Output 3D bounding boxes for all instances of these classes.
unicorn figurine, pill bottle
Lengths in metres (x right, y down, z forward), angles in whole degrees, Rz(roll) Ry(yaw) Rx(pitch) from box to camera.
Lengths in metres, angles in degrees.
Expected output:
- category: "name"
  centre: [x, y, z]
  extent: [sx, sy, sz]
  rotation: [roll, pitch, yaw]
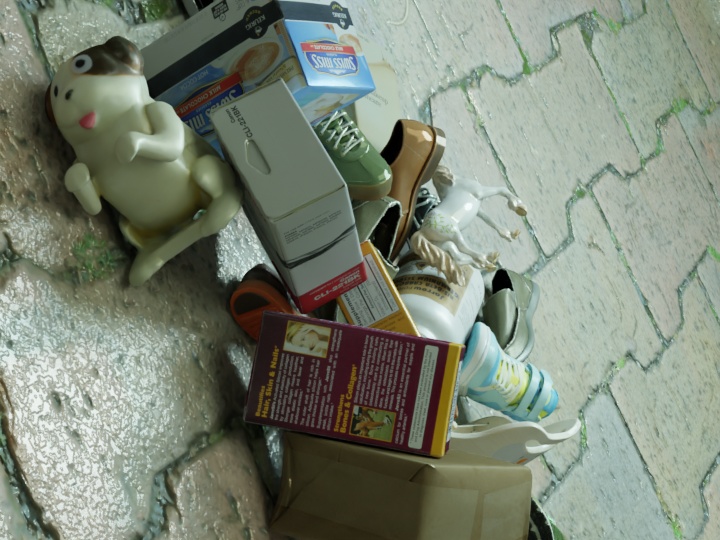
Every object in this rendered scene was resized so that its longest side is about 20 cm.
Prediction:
- category: "unicorn figurine"
  centre: [0.121, -0.067, 1.752]
  extent: [0.137, 0.074, 0.200]
  rotation: [28, 34, 14]
- category: "pill bottle"
  centre: [0.068, 0.065, 1.717]
  extent: [0.115, 0.114, 0.200]
  rotation: [54, 33, -18]

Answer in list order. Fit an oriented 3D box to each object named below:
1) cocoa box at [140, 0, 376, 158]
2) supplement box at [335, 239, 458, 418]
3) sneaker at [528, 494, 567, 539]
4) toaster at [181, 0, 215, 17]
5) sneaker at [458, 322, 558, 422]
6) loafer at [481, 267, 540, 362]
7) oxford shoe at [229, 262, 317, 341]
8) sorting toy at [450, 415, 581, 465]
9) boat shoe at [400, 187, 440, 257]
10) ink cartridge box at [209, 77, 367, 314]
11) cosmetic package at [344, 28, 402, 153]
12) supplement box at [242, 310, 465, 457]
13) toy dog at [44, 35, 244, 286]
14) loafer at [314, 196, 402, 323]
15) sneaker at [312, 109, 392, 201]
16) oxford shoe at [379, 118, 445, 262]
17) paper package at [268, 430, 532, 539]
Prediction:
- category: "cocoa box"
  centre: [-0.111, -0.206, 1.553]
  extent: [0.133, 0.199, 0.132]
  rotation: [-7, 75, -56]
- category: "supplement box"
  centre: [0.030, 0.073, 1.553]
  extent: [0.067, 0.068, 0.201]
  rotation: [66, -1, -73]
- category: "sneaker"
  centre: [0.215, 0.325, 1.816]
  extent: [0.201, 0.077, 0.089]
  rotation: [58, 18, -21]
- category: "toaster"
  centre: [-0.129, -0.319, 1.693]
  extent: [0.129, 0.113, 0.201]
  rotation: [-31, 98, -55]
- category: "sneaker"
  centre: [0.177, 0.126, 1.753]
  extent: [0.200, 0.130, 0.080]
  rotation: [80, 34, -80]
- category: "loafer"
  centre: [0.184, 0.068, 1.946]
  extent: [0.070, 0.075, 0.200]
  rotation: [40, 32, -16]
- category: "oxford shoe"
  centre: [-0.053, 0.073, 1.571]
  extent: [0.200, 0.071, 0.073]
  rotation: [52, 29, -19]
- category: "sorting toy"
  centre: [0.151, 0.202, 1.683]
  extent: [0.199, 0.179, 0.108]
  rotation: [5, 64, -55]
- category: "boat shoe"
  centre: [0.074, -0.070, 1.864]
  extent: [0.073, 0.068, 0.201]
  rotation: [10, 60, -54]
- category: "ink cartridge box"
  centre: [-0.069, -0.071, 1.470]
  extent: [0.145, 0.083, 0.200]
  rotation: [59, -7, 26]
- category: "cosmetic package"
  centre: [-0.004, -0.189, 1.827]
  extent: [0.103, 0.073, 0.201]
  rotation: [25, 50, -47]
- category: "supplement box"
  centre: [-0.004, 0.110, 1.460]
  extent: [0.086, 0.198, 0.111]
  rotation: [23, 77, -82]
- category: "toy dog"
  centre: [-0.209, -0.124, 1.411]
  extent: [0.200, 0.139, 0.194]
  rotation: [51, 33, -19]
- category: "loafer"
  centre: [0.000, 0.000, 1.644]
  extent: [0.075, 0.069, 0.202]
  rotation: [34, 62, -56]
- category: "sneaker"
  centre: [-0.047, -0.160, 1.635]
  extent: [0.200, 0.090, 0.067]
  rotation: [37, 59, 22]
- category: "oxford shoe"
  centre: [0.027, -0.084, 1.737]
  extent: [0.071, 0.071, 0.201]
  rotation: [18, 95, -34]
- category: "paper package"
  centre: [0.041, 0.227, 1.478]
  extent: [0.199, 0.190, 0.104]
  rotation: [10, 88, -54]
